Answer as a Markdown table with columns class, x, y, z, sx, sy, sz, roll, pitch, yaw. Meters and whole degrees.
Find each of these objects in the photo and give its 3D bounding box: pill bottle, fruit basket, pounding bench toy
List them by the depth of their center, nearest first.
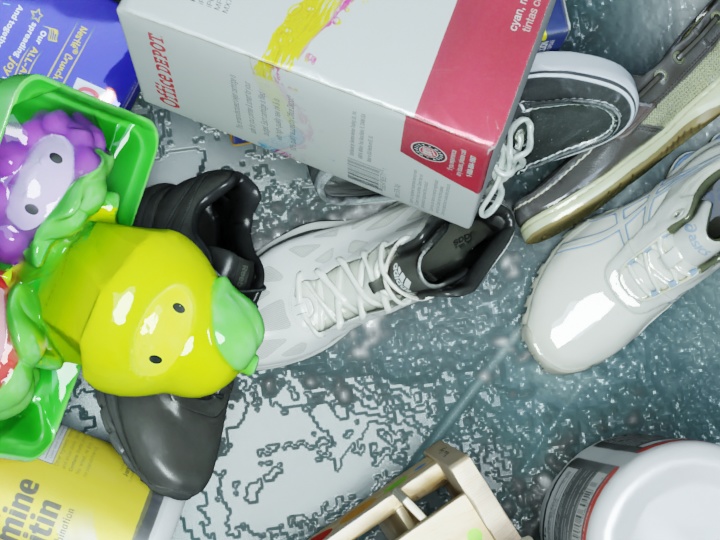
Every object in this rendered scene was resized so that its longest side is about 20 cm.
| class | x | y | z | sx | sy | sz | roll | pitch | yaw |
| --- | --- | --- | --- | --- | --- | --- | --- | --- | --- |
| fruit basket | -0.159 | 0.009 | 1.029 | 0.214 | 0.155 | 0.218 | -5 | 79 | 26 |
| pounding bench toy | 0.027 | 0.198 | 1.098 | 0.155 | 0.200 | 0.125 | -33 | 92 | -5 |
| pill bottle | 0.167 | 0.152 | 1.109 | 0.115 | 0.200 | 0.117 | 0 | 87 | -5 |
| pill bottle | -0.209 | 0.136 | 1.122 | 0.199 | 0.112 | 0.113 | 21 | 87 | -4 |

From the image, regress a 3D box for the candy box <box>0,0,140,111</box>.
| class | x | y | z | sx | sy | sz | roll | pitch | yaw |
| --- | --- | --- | --- | --- | --- | --- | --- | --- | --- |
| candy box | -0.240 | -0.111 | 1.141 | 0.199 | 0.077 | 0.170 | 29 | 86 | -3 |

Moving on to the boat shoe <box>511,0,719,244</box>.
| class | x | y | z | sx | sy | sz | roll | pitch | yaw |
| --- | --- | --- | --- | --- | --- | --- | --- | --- | --- |
| boat shoe | 0.165 | -0.094 | 1.183 | 0.200 | 0.072 | 0.066 | -37 | 87 | -10 |

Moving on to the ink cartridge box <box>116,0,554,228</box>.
| class | x | y | z | sx | sy | sz | roll | pitch | yaw |
| --- | --- | --- | --- | --- | --- | --- | --- | --- | --- |
| ink cartridge box | -0.006 | -0.138 | 1.002 | 0.198 | 0.145 | 0.146 | 21 | 77 | 3 |

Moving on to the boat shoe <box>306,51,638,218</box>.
| class | x | y | z | sx | sy | sz | roll | pitch | yaw |
| --- | --- | --- | --- | --- | --- | --- | --- | --- | --- |
| boat shoe | 0.067 | -0.074 | 1.097 | 0.197 | 0.068 | 0.074 | -4 | 132 | -11 |

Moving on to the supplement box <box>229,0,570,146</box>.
| class | x | y | z | sx | sy | sz | roll | pitch | yaw |
| --- | --- | --- | --- | --- | --- | --- | --- | --- | --- |
| supplement box | 0.010 | -0.155 | 1.138 | 0.198 | 0.109 | 0.111 | -10 | 77 | -5 |

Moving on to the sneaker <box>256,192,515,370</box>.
| class | x | y | z | sx | sy | sz | roll | pitch | yaw |
| --- | --- | --- | --- | --- | --- | --- | --- | --- | --- |
| sneaker | 0.000 | -0.001 | 1.140 | 0.199 | 0.115 | 0.076 | -26 | 93 | -5 |

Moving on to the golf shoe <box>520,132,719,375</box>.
| class | x | y | z | sx | sy | sz | roll | pitch | yaw |
| --- | --- | --- | --- | --- | --- | --- | --- | --- | --- |
| golf shoe | 0.179 | -0.014 | 1.167 | 0.200 | 0.097 | 0.078 | -43 | 94 | -3 |

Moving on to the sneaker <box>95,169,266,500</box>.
| class | x | y | z | sx | sy | sz | roll | pitch | yaw |
| --- | --- | --- | --- | --- | --- | --- | --- | --- | --- |
| sneaker | -0.097 | 0.030 | 1.110 | 0.076 | 0.090 | 0.202 | 18 | 61 | -39 |
